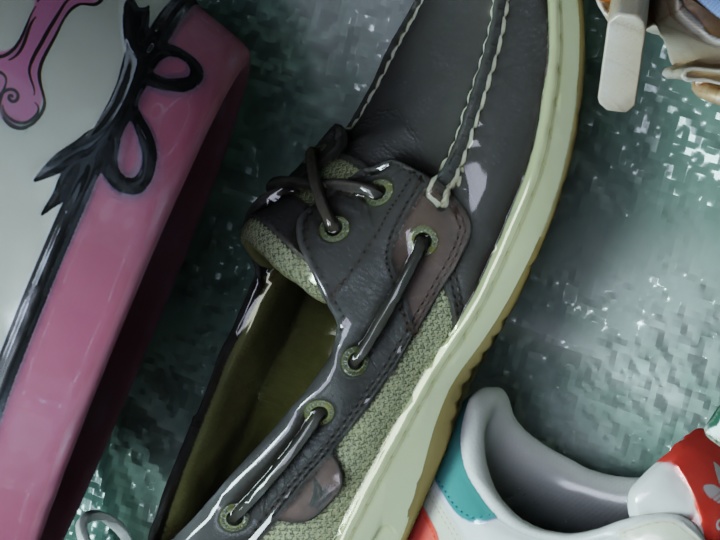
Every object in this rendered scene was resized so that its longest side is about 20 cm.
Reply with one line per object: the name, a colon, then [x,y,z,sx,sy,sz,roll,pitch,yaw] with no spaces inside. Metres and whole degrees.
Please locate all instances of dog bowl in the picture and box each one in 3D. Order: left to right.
dog bowl: [-0.093,0.003,0.800,0.074,0.200,0.200,22,106,-1]

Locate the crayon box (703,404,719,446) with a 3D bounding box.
crayon box: [0.170,-0.034,0.668,0.058,0.200,0.173,36,109,14]

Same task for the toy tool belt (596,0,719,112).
toy tool belt: [0.109,-0.135,0.725,0.125,0.123,0.200,23,105,19]

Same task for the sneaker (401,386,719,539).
sneaker: [0.095,0.098,0.788,0.200,0.070,0.094,24,111,22]

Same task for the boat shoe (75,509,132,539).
boat shoe: [-0.089,0.114,0.877,0.202,0.075,0.086,24,103,29]

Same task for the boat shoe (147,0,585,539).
boat shoe: [-0.001,0.000,0.800,0.072,0.066,0.201,30,102,60]
